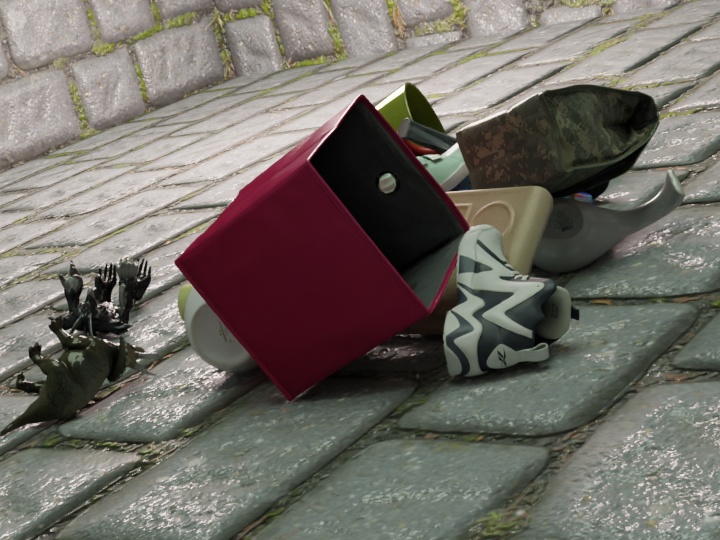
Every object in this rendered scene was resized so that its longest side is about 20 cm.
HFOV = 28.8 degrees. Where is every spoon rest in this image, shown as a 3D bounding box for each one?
[{"bbox_3d":[0.283,-0.058,1.653,0.198,0.100,0.061,-19,-30,1],"label":"spoon rest"}]

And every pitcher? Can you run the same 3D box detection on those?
[{"bbox_3d":[-0.138,0.016,1.611,0.120,0.173,0.200,-15,14,15],"label":"pitcher"}]

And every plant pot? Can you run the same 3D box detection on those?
[{"bbox_3d":[0.026,-0.151,2.088,0.199,0.188,0.187,-26,11,17],"label":"plant pot"}]

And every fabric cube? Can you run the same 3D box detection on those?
[{"bbox_3d":[-0.033,-0.025,1.467,0.199,0.197,0.200,-35,12,30],"label":"fabric cube"}]

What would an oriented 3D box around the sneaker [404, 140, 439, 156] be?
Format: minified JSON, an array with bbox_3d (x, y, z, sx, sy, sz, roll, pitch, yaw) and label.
[{"bbox_3d":[0.118,-0.125,1.913,0.199,0.085,0.077,25,30,2],"label":"sneaker"}]

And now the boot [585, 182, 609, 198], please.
[{"bbox_3d":[0.293,-0.151,1.981,0.199,0.077,0.168,-9,19,43],"label":"boot"}]

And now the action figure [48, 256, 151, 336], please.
[{"bbox_3d":[-0.353,0.031,1.904,0.118,0.103,0.200,-1,15,7],"label":"action figure"}]

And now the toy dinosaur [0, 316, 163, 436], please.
[{"bbox_3d":[-0.332,0.120,1.600,0.102,0.077,0.200,32,54,24],"label":"toy dinosaur"}]

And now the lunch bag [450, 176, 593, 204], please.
[{"bbox_3d":[0.209,-0.058,1.755,0.198,0.095,0.151,2,19,7],"label":"lunch bag"}]

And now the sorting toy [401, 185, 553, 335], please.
[{"bbox_3d":[0.110,-0.008,1.571,0.199,0.036,0.186,2,61,42],"label":"sorting toy"}]

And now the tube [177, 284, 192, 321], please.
[{"bbox_3d":[-0.135,0.036,1.784,0.198,0.052,0.058,-3,52,22],"label":"tube"}]

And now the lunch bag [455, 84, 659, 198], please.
[{"bbox_3d":[0.242,-0.150,1.667,0.199,0.119,0.163,-14,-4,-39],"label":"lunch bag"}]

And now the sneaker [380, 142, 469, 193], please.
[{"bbox_3d":[0.060,-0.138,1.746,0.200,0.119,0.074,-38,9,-16],"label":"sneaker"}]

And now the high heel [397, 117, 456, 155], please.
[{"bbox_3d":[0.091,-0.085,1.843,0.142,0.202,0.071,19,-3,-27],"label":"high heel"}]

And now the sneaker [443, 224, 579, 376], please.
[{"bbox_3d":[0.161,0.027,1.424,0.128,0.080,0.200,-1,34,16],"label":"sneaker"}]

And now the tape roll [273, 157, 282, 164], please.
[{"bbox_3d":[-0.034,-0.090,1.934,0.198,0.066,0.201,8,32,-5],"label":"tape roll"}]
